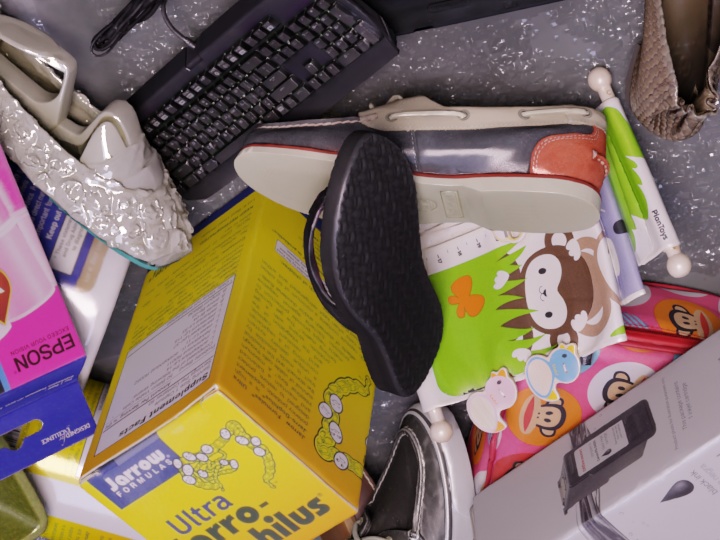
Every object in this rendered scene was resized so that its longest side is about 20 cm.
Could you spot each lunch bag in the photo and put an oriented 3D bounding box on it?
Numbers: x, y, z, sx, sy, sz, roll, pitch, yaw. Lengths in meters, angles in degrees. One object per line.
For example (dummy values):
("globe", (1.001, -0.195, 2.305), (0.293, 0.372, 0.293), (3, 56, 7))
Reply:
("lunch bag", (0.160, 0.101, 1.067), (0.176, 0.082, 0.200), (8, 126, -5))

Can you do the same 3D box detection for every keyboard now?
("keyboard", (-0.082, -0.110, 0.942), (0.127, 0.021, 0.200), (37, 136, -20))

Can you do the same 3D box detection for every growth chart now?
("growth chart", (0.093, 0.000, 0.982), (0.200, 0.145, 0.018), (-36, 159, 29))

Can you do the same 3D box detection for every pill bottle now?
("pill bottle", (-0.236, -0.012, 1.000), (0.200, 0.120, 0.120), (20, 126, -8))
("pill bottle", (-0.161, 0.125, 1.102), (0.200, 0.104, 0.104), (17, 126, -6))

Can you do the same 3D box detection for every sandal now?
("sandal", (0.000, 0.001, 0.924), (0.048, 0.075, 0.200), (18, 150, 23))

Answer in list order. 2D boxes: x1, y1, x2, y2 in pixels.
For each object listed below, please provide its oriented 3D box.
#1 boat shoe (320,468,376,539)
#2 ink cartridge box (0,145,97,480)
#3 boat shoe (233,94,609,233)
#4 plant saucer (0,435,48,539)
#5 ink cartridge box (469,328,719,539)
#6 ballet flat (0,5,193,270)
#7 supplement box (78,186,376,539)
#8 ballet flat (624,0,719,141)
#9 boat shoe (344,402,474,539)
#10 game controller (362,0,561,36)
("boat shoe", (0.022, 0.196, 1.161), (0.070, 0.070, 0.200), (-30, 115, -17))
("ink cartridge box", (-0.209, 0.014, 0.913), (0.037, 0.095, 0.200), (-1, 112, 59))
("boat shoe", (0.033, -0.063, 0.940), (0.200, 0.063, 0.071), (4, 157, 9))
("plant saucer", (-0.299, 0.121, 0.969), (0.200, 0.048, 0.200), (-32, 132, -16))
("ink cartridge box", (0.182, 0.144, 0.996), (0.200, 0.083, 0.145), (-38, 118, 25))
("ballet flat", (-0.163, -0.081, 0.950), (0.200, 0.072, 0.072), (39, 122, -4))
("supplement box", (-0.065, 0.060, 0.984), (0.109, 0.200, 0.110), (-35, 115, 28))
("ballet flat", (0.169, -0.150, 0.887), (0.067, 0.046, 0.200), (-12, 130, -16))
("boat shoe", (0.025, 0.179, 1.078), (0.064, 0.071, 0.200), (-2, 102, -28))
("game controller", (0.038, -0.177, 0.905), (0.200, 0.042, 0.104), (-10, 110, 13))
